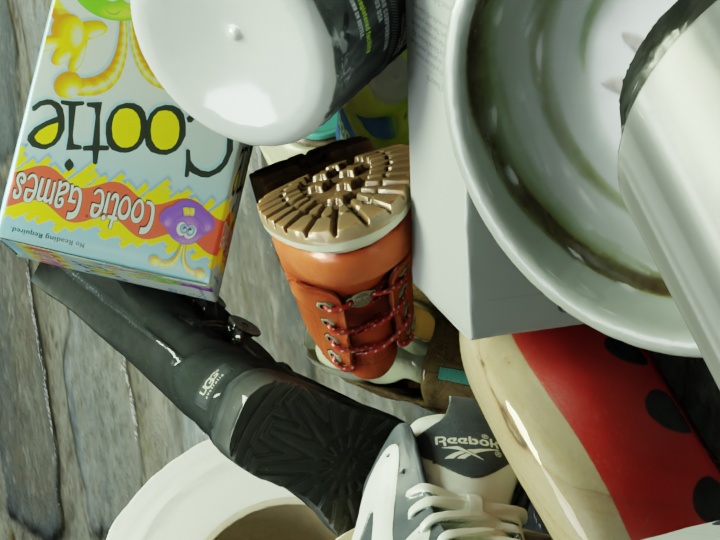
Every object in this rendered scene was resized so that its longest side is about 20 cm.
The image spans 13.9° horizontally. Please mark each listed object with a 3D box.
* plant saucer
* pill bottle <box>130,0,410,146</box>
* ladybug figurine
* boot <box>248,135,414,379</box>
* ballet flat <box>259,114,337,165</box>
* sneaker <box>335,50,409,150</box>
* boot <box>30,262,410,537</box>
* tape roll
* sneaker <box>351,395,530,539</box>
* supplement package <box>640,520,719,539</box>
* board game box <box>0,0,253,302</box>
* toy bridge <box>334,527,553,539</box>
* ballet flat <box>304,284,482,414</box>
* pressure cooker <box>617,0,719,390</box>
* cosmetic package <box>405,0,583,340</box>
[{"bbox_3d":[0.129,-0.068,1.131,0.200,0.050,0.201,11,112,28],"label":"plant saucer"},{"bbox_3d":[-0.004,-0.145,1.288,0.106,0.200,0.107,20,131,25],"label":"pill bottle"},{"bbox_3d":[0.109,0.081,1.252,0.136,0.072,0.200,50,-170,-51],"label":"ladybug figurine"},{"bbox_3d":[0.000,0.000,1.342,0.200,0.075,0.108,-129,22,-83],"label":"boot"},{"bbox_3d":[-0.055,-0.120,1.610,0.070,0.069,0.200,108,145,-49],"label":"ballet flat"},{"bbox_3d":[0.006,-0.113,1.444,0.105,0.075,0.201,168,91,-68],"label":"sneaker"},{"bbox_3d":[-0.060,0.056,1.478,0.066,0.165,0.200,-54,42,-3],"label":"boot"},{"bbox_3d":[-0.032,0.177,1.488,0.071,0.202,0.203,82,165,-56],"label":"tape roll"},{"bbox_3d":[0.046,0.111,1.298,0.199,0.079,0.130,137,145,-69],"label":"sneaker"},{"bbox_3d":[0.199,0.167,1.056,0.200,0.111,0.156,177,83,-67],"label":"supplement package"},{"bbox_3d":[-0.095,-0.096,1.387,0.105,0.103,0.201,103,180,-86],"label":"board game box"},{"bbox_3d":[0.027,0.148,1.396,0.027,0.199,0.067,10,-116,-73],"label":"toy bridge"},{"bbox_3d":[0.016,0.038,1.486,0.200,0.072,0.068,-158,73,-65],"label":"ballet flat"},{"bbox_3d":[0.189,0.000,0.922,0.179,0.175,0.200,102,153,-50],"label":"pressure cooker"},{"bbox_3d":[0.081,-0.081,1.223,0.081,0.112,0.201,-137,40,-66],"label":"cosmetic package"}]
